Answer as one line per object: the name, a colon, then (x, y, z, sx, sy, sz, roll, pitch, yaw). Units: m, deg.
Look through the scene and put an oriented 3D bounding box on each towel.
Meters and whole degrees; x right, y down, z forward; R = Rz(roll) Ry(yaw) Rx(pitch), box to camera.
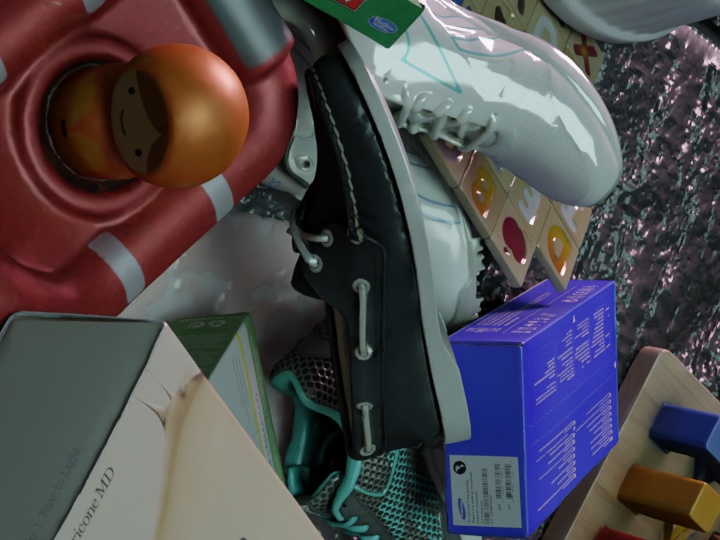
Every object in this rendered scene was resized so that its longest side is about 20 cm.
towel: (-0.107, 0.059, 0.832, 0.200, 0.032, 0.192, 11, 89, -40)

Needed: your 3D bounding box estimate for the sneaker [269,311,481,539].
sneaker: (0.000, 0.102, 0.884, 0.091, 0.077, 0.201, -32, 122, -33)

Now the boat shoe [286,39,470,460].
boat shoe: (0.000, 0.000, 0.760, 0.060, 0.076, 0.201, -17, 117, -2)

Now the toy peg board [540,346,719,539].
toy peg board: (0.212, 0.185, 1.059, 0.200, 0.098, 0.200, 42, 71, -35)

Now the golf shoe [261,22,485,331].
golf shoe: (-0.010, -0.050, 0.874, 0.097, 0.078, 0.201, -30, 104, -25)

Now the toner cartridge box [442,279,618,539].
toner cartridge box: (0.092, 0.065, 0.920, 0.200, 0.043, 0.095, -21, 111, -68)

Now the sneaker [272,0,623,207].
sneaker: (0.029, -0.087, 0.796, 0.200, 0.070, 0.080, 39, 56, -8)

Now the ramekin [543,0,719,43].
ramekin: (0.170, -0.226, 0.961, 0.202, 0.094, 0.203, -4, 95, -43)

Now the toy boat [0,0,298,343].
toy boat: (-0.091, -0.054, 0.664, 0.200, 0.131, 0.131, -46, 115, -28)

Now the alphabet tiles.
alphabet tiles: (0.084, -0.092, 0.926, 0.167, 0.006, 0.200, 57, 38, -29)

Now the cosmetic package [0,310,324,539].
cosmetic package: (-0.072, 0.117, 0.645, 0.200, 0.073, 0.104, 59, 44, -43)

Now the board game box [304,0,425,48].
board game box: (-0.030, -0.197, 0.746, 0.134, 0.029, 0.200, 26, 45, -24)

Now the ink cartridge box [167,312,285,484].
ink cartridge box: (-0.076, 0.120, 0.746, 0.200, 0.048, 0.146, -64, 147, -69)
